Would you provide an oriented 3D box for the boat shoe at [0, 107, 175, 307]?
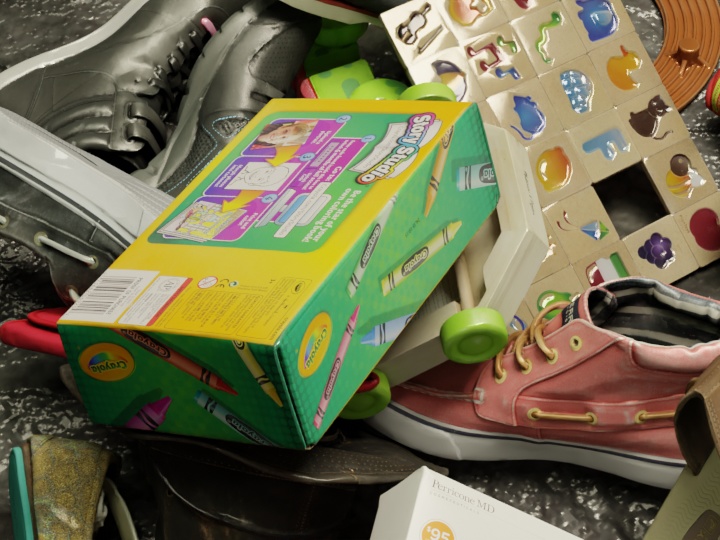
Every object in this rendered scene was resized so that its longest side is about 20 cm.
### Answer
[{"bbox_3d":[-0.130,-0.012,1.078,0.199,0.072,0.071,31,99,26],"label":"boat shoe"}]

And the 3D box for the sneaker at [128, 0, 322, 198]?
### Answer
[{"bbox_3d":[-0.068,-0.062,1.145,0.082,0.073,0.201,29,83,17],"label":"sneaker"}]

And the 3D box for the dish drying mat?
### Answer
[{"bbox_3d":[-0.088,0.039,1.030,0.199,0.018,0.076,9,9,42],"label":"dish drying mat"}]

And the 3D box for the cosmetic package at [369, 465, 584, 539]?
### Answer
[{"bbox_3d":[0.095,0.165,0.909,0.199,0.051,0.083,25,56,-15],"label":"cosmetic package"}]

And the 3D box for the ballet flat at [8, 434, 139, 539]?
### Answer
[{"bbox_3d":[-0.132,0.163,0.983,0.070,0.071,0.201,-7,50,-2],"label":"ballet flat"}]

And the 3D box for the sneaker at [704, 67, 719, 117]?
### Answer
[{"bbox_3d":[0.231,-0.083,1.170,0.084,0.077,0.200,9,43,25],"label":"sneaker"}]

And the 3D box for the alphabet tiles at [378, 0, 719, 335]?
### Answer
[{"bbox_3d":[0.096,-0.069,1.132,0.166,0.008,0.201,-25,84,-17],"label":"alphabet tiles"}]

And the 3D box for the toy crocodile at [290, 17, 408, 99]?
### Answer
[{"bbox_3d":[-0.011,-0.098,1.188,0.061,0.068,0.201,-16,51,-9],"label":"toy crocodile"}]

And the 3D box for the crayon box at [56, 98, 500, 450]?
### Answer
[{"bbox_3d":[-0.032,-0.006,0.953,0.118,0.059,0.200,4,36,32],"label":"crayon box"}]

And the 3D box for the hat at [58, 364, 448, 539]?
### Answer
[{"bbox_3d":[-0.058,0.106,1.003,0.199,0.200,0.082,13,95,14],"label":"hat"}]

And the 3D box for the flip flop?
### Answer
[{"bbox_3d":[0.169,0.081,0.957,0.057,0.201,0.081,16,20,-32],"label":"flip flop"}]

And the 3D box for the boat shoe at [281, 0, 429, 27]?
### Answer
[{"bbox_3d":[0.027,-0.170,1.168,0.199,0.063,0.071,8,36,-42],"label":"boat shoe"}]

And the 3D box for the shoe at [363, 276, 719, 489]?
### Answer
[{"bbox_3d":[0.094,0.045,1.036,0.198,0.092,0.072,10,35,12],"label":"shoe"}]

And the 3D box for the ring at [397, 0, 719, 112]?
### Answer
[{"bbox_3d":[0.119,-0.151,1.258,0.199,0.019,0.202,-1,49,2],"label":"ring"}]

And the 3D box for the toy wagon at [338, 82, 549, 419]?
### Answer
[{"bbox_3d":[0.000,0.000,1.060,0.199,0.040,0.156,-28,50,24],"label":"toy wagon"}]

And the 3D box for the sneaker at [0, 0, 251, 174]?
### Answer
[{"bbox_3d":[-0.116,-0.102,1.195,0.199,0.071,0.099,-30,55,-7],"label":"sneaker"}]
